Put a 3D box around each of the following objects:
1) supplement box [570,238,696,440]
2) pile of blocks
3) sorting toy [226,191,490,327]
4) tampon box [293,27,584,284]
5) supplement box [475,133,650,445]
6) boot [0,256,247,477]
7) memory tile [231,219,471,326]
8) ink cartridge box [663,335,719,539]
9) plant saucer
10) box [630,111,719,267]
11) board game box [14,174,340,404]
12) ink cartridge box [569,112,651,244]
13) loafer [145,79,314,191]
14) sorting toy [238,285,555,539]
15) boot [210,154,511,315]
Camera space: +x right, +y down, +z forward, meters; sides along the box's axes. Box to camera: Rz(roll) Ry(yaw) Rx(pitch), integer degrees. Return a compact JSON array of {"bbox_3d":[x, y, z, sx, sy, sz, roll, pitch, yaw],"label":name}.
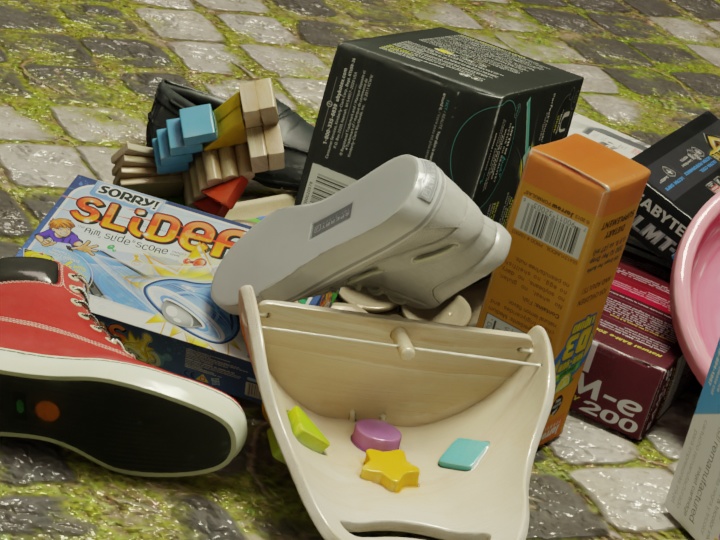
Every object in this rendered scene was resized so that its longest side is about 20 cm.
[{"bbox_3d":[0.194,0.045,1.579,0.108,0.061,0.200,24,24,18],"label":"supplement box"},{"bbox_3d":[-0.122,-0.059,1.516,0.082,0.200,0.063,8,58,-35],"label":"pile of blocks"},{"bbox_3d":[-0.011,-0.009,1.614,0.199,0.037,0.184,32,29,35],"label":"sorting toy"},{"bbox_3d":[0.057,-0.082,1.562,0.125,0.151,0.200,21,15,18],"label":"tampon box"},{"bbox_3d":[0.122,0.017,1.426,0.069,0.201,0.066,29,27,25],"label":"supplement box"},{"bbox_3d":[-0.156,0.049,1.333,0.198,0.073,0.145,13,34,3],"label":"boot"},{"bbox_3d":[-0.036,0.035,1.480,0.199,0.017,0.153,20,39,14],"label":"memory tile"},{"bbox_3d":[0.313,0.136,1.336,0.145,0.148,0.200,2,26,-28],"label":"ink cartridge box"},{"bbox_3d":[0.306,0.030,1.517,0.199,0.051,0.202,4,68,-11],"label":"plant saucer"},{"bbox_3d":[0.298,-0.026,1.660,0.198,0.050,0.200,39,29,14],"label":"box"},{"bbox_3d":[-0.125,0.011,1.451,0.198,0.035,0.136,16,38,10],"label":"board game box"},{"bbox_3d":[0.179,-0.062,1.781,0.199,0.085,0.145,28,27,24],"label":"ink cartridge box"},{"bbox_3d":[-0.076,-0.106,1.714,0.199,0.071,0.068,11,17,18],"label":"loafer"},{"bbox_3d":[0.022,0.109,1.305,0.198,0.108,0.181,8,31,-15],"label":"sorting toy"},{"bbox_3d":[0.000,0.000,1.369,0.095,0.199,0.074,37,51,-30],"label":"boot"}]
